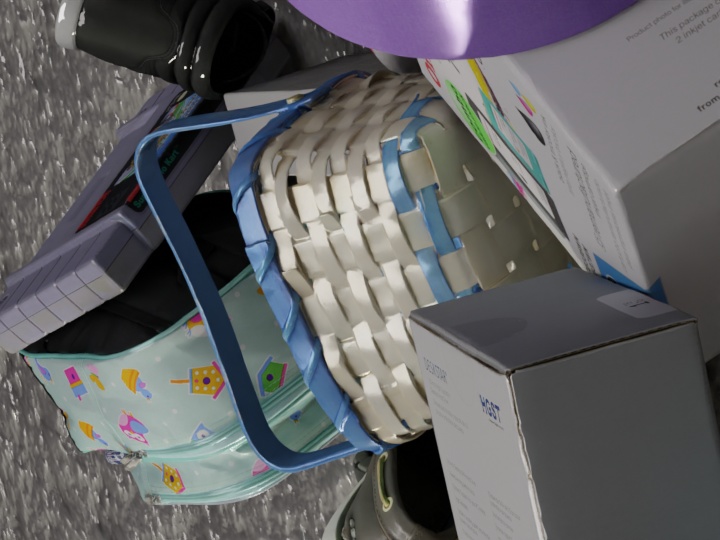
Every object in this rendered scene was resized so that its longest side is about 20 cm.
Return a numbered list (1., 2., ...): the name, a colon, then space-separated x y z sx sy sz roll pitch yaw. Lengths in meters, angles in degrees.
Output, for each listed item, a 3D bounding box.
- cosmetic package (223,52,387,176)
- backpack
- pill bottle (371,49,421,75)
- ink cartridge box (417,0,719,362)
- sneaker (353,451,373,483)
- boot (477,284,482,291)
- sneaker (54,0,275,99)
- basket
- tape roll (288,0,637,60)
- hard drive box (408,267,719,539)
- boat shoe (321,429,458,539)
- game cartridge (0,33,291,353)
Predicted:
1. cosmetic package: 0.013 -0.080 1.494 0.200 0.082 0.051 4 113 62
2. backpack: -0.076 0.041 1.644 0.154 0.176 0.200 57 156 -8
3. pill bottle: 0.009 -0.196 1.392 0.200 0.113 0.114 56 150 30
4. ink cartridge box: 0.116 -0.096 1.165 0.200 0.146 0.147 53 174 34
5. sneaker: 0.062 0.137 1.559 0.080 0.075 0.200 67 169 -18
6. boot: 0.093 0.062 1.440 0.200 0.072 0.167 36 138 52
7. sneaker: -0.089 -0.138 1.612 0.099 0.200 0.071 23 108 9
8. basket: 0.000 0.000 1.342 0.199 0.139 0.177 -14 106 34
9. tape roll: 0.042 -0.179 1.110 0.200 0.200 0.066 52 173 34
10. hard drive box: 0.090 0.112 1.125 0.156 0.076 0.201 -148 44 -75
11. boat shoe: 0.040 0.087 1.472 0.072 0.202 0.060 38 129 -9
12. game cartridge: -0.124 -0.048 1.639 0.038 0.200 0.130 42 142 -12
